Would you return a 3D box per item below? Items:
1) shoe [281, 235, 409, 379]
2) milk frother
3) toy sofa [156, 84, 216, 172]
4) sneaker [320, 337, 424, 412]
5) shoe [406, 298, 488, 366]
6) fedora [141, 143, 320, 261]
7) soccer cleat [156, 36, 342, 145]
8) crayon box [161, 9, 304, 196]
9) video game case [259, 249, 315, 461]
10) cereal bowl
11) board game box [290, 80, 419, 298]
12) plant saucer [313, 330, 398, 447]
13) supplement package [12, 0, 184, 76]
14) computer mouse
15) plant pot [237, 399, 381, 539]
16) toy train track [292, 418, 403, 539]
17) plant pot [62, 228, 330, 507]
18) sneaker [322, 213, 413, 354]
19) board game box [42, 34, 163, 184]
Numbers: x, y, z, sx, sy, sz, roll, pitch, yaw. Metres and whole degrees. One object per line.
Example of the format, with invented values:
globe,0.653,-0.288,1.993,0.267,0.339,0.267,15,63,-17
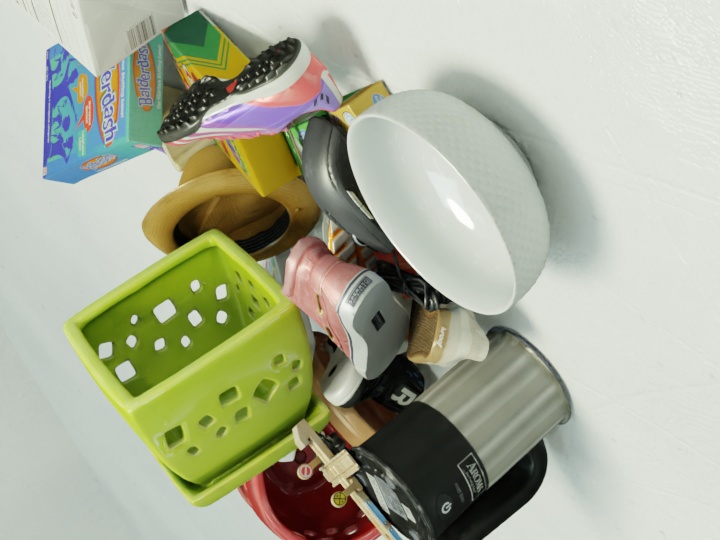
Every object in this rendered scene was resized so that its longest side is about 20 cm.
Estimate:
shoe,-0.014,0.033,1.571,0.091,0.072,0.200,35,167,20
milk frother,0.070,0.153,1.594,0.200,0.188,0.181,39,156,32
toy sofa,-0.223,-0.163,1.846,0.199,0.083,0.098,24,145,52
sneaker,0.022,0.114,1.737,0.112,0.073,0.200,39,-166,-10
shoe,0.079,0.059,1.570,0.200,0.053,0.071,-136,55,-81
fedora,-0.139,-0.078,1.748,0.201,0.198,0.083,94,170,-62
soccer cleat,-0.103,-0.143,1.480,0.199,0.069,0.073,-20,129,41
crayon box,-0.121,-0.159,1.614,0.200,0.051,0.128,47,164,51
video game case,-0.091,0.078,1.843,0.201,0.023,0.183,-109,23,-46
cereal bowl,0.083,-0.067,1.344,0.200,0.083,0.201,43,158,21
board game box,0.030,-0.069,1.516,0.201,0.040,0.153,55,160,-10
plant saucer,0.000,0.153,1.831,0.200,0.037,0.200,46,-169,-11
supplement package,-0.290,-0.318,1.669,0.200,0.121,0.120,42,157,27
computer mouse,0.010,-0.041,1.479,0.140,0.046,0.201,24,146,55
plant pot,-0.054,0.229,1.996,0.201,0.200,0.182,55,168,-11
toy train track,-0.003,0.229,1.560,0.200,0.032,0.115,50,161,4
plant pot,-0.156,0.108,1.672,0.200,0.198,0.182,41,160,51
sneaker,0.000,0.000,1.653,0.077,0.078,0.201,37,157,45
board game box,-0.281,-0.189,1.788,0.199,0.045,0.154,-15,72,51
